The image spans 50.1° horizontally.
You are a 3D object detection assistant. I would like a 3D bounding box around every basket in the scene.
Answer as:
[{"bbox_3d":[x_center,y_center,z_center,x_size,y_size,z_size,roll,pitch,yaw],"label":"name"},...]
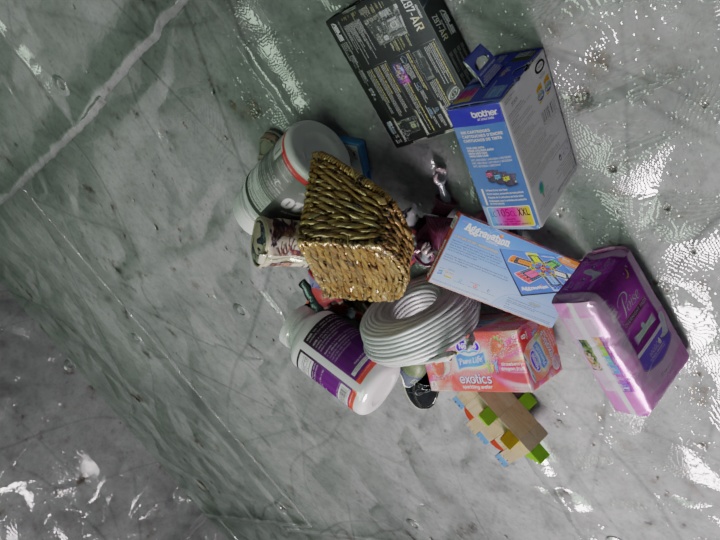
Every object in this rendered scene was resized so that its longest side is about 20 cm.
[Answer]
[{"bbox_3d":[0.005,-0.059,1.072,0.142,0.150,0.200,2,155,11],"label":"basket"}]

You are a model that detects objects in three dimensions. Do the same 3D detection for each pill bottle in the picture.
[{"bbox_3d":[-0.038,0.144,1.295,0.200,0.112,0.113,35,145,22],"label":"pill bottle"},{"bbox_3d":[-0.114,-0.135,1.212,0.114,0.114,0.200,47,136,-6],"label":"pill bottle"}]

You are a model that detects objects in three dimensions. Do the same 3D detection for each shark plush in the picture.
[{"bbox_3d":[-0.035,0.091,1.406,0.200,0.083,0.091,44,178,4],"label":"shark plush"}]

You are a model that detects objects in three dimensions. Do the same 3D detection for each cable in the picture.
[{"bbox_3d":[0.090,0.074,1.204,0.199,0.200,0.070,-17,112,25],"label":"cable"}]

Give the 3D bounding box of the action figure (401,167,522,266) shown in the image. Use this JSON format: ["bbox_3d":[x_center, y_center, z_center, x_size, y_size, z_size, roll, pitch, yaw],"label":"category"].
[{"bbox_3d":[0.142,-0.053,1.132,0.199,0.135,0.149,20,166,28],"label":"action figure"}]

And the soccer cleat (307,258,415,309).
[{"bbox_3d":[0.000,0.000,1.293,0.199,0.067,0.077,-24,95,27],"label":"soccer cleat"}]

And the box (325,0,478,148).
[{"bbox_3d":[0.064,-0.270,1.006,0.160,0.044,0.201,-9,120,49],"label":"box"}]

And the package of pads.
[{"bbox_3d":[0.347,0.079,1.020,0.075,0.120,0.200,-8,121,55],"label":"package of pads"}]

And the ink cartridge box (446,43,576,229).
[{"bbox_3d":[0.180,-0.169,0.914,0.076,0.137,0.201,1,128,38],"label":"ink cartridge box"}]

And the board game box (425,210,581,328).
[{"bbox_3d":[0.199,0.001,1.051,0.199,0.019,0.103,21,108,-15],"label":"board game box"}]

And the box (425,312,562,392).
[{"bbox_3d":[0.200,0.127,1.213,0.199,0.094,0.103,-7,100,46],"label":"box"}]

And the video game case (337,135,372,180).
[{"bbox_3d":[-0.035,-0.135,1.271,0.143,0.018,0.201,16,137,33],"label":"video game case"}]

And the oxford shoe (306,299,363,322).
[{"bbox_3d":[-0.013,0.091,1.460,0.200,0.073,0.071,39,108,-15],"label":"oxford shoe"}]

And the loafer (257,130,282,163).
[{"bbox_3d":[-0.140,-0.141,1.329,0.072,0.063,0.201,19,139,33],"label":"loafer"}]

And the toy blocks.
[{"bbox_3d":[0.237,0.261,1.359,0.200,0.100,0.137,49,156,12],"label":"toy blocks"}]

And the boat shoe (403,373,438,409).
[{"bbox_3d":[0.121,0.192,1.402,0.062,0.074,0.201,-121,22,-45],"label":"boat shoe"}]

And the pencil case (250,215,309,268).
[{"bbox_3d":[-0.078,-0.035,1.200,0.090,0.199,0.078,56,131,45],"label":"pencil case"}]

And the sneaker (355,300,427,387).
[{"bbox_3d":[0.046,0.123,1.350,0.200,0.067,0.090,43,121,38],"label":"sneaker"}]
